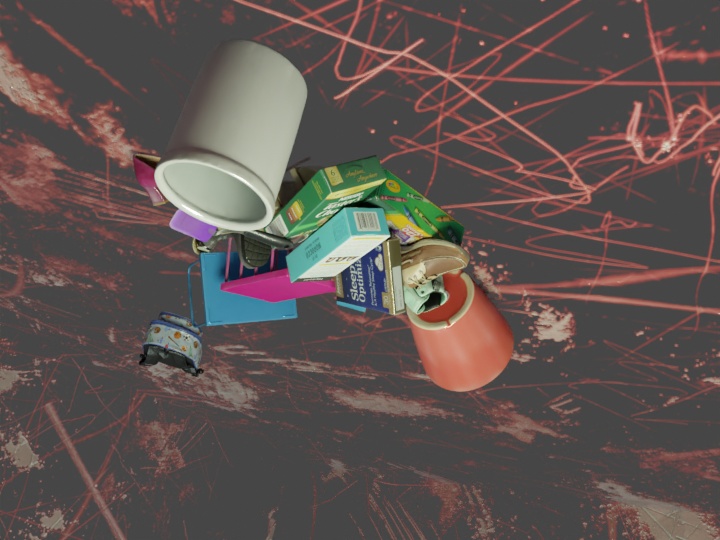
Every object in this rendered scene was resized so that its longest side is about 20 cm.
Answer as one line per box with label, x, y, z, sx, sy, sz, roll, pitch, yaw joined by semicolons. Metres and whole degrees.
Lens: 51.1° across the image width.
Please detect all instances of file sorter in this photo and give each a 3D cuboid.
file sorter;-0.249;0.041;1.566;0.195;0.143;0.122;-3;173;-30
file sorter;-0.150;-0.024;1.433;0.197;0.129;0.137;-11;160;42

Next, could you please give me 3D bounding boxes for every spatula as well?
spatula;-0.187;-0.058;1.135;0.196;0.021;0.057;10;141;-33

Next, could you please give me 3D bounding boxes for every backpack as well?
backpack;-0.540;0.210;2.180;0.194;0.158;0.191;13;165;-7

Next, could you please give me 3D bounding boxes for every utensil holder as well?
utensil holder;-0.170;-0.185;1.040;0.165;0.205;0.171;14;156;6

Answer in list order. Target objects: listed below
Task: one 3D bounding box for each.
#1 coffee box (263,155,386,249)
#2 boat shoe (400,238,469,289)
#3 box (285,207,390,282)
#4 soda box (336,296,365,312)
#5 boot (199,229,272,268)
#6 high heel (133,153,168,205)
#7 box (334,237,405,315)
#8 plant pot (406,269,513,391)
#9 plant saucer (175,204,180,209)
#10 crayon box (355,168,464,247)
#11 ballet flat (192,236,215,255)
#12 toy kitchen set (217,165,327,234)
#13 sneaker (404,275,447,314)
coffee box;-0.059;-0.103;1.179;0.121;0.045;0.199;-19;168;-41
boat shoe;0.097;-0.002;1.269;0.197;0.074;0.075;-8;147;43
box;-0.041;-0.039;1.239;0.081;0.050;0.199;-3;161;-36
soda box;-0.008;0.012;1.525;0.066;0.066;0.201;14;155;3
boot;-0.224;-0.066;1.300;0.130;0.204;0.069;-30;140;26
high heel;-0.319;-0.184;1.338;0.196;0.068;0.098;-10;115;34
box;0.000;0.000;1.294;0.032;0.125;0.198;-14;-166;-34
plant pot;0.183;0.103;1.468;0.196;0.204;0.179;0;142;31
plant saucer;-0.283;-0.125;1.456;0.194;0.028;0.201;13;155;6
crayon box;0.067;-0.084;1.277;0.198;0.060;0.117;31;152;-30
ballet flat;-0.282;-0.077;1.443;0.068;0.071;0.199;24;155;-18
toy kitchen set;-0.149;-0.181;1.212;0.161;0.184;0.199;-29;175;25
sneaker;0.064;0.025;1.371;0.194;0.120;0.075;-3;130;-13
